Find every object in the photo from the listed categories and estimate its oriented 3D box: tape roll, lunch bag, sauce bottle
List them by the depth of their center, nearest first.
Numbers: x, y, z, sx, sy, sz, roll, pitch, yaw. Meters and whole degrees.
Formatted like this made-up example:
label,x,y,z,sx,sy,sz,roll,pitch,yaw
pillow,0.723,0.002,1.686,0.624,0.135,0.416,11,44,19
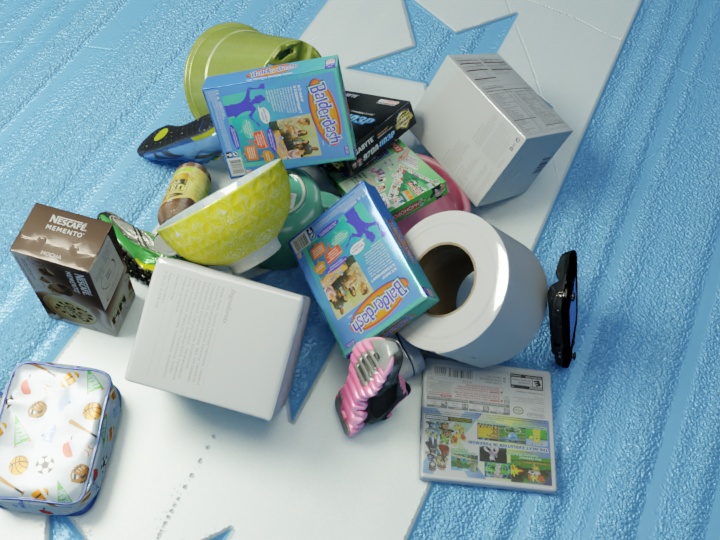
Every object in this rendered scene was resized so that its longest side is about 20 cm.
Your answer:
label,x,y,z,sx,sy,sz,roll,pitch,yaw
lunch bag,-0.417,0.220,1.029,0.158,0.076,0.202,6,61,-1
tape roll,0.153,0.028,1.110,0.201,0.139,0.205,-12,69,34
sauce bottle,-0.276,-0.096,1.183,0.064,0.065,0.201,5,35,-4

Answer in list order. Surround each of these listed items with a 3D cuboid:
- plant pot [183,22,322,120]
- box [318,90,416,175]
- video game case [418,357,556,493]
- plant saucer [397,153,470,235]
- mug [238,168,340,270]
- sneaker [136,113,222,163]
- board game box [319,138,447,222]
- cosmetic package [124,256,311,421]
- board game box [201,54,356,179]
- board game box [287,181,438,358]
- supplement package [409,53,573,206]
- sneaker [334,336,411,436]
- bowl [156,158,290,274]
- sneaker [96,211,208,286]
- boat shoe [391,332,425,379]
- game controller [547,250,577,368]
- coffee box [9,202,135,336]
label,x,y,z,sx,sy,sz,roll,pitch,yaw
plant pot,-0.153,-0.303,1.232,0.200,0.201,0.189,-43,32,-25
box,-0.029,-0.238,1.288,0.159,0.046,0.199,-41,39,-23
video game case,0.187,0.226,1.129,0.198,0.022,0.184,7,61,-4
plant saucer,0.082,-0.103,1.281,0.198,0.051,0.202,3,60,-5
mug,-0.120,-0.102,1.218,0.184,0.115,0.152,-34,70,-22
sneaker,-0.283,-0.200,1.259,0.198,0.079,0.066,-6,49,32
board game box,0.032,-0.152,1.235,0.134,0.029,0.200,-29,45,-11
cosmetic package,-0.185,0.089,1.045,0.198,0.167,0.168,15,87,1
board game box,-0.115,-0.224,1.130,0.198,0.153,0.045,-7,38,6
board game box,0.000,0.000,1.089,0.152,0.045,0.201,-36,66,21
supplement package,0.214,-0.241,1.290,0.150,0.152,0.201,-17,62,-43
sneaker,0.031,0.154,1.056,0.094,0.201,0.080,-4,54,-23
bowl,-0.169,-0.061,1.065,0.199,0.200,0.108,-35,104,-23
sneaker,-0.324,-0.027,1.184,0.199,0.078,0.085,36,56,3
boat shoe,0.021,0.078,1.159,0.066,0.074,0.201,-26,67,-20
game controller,0.308,0.060,1.139,0.042,0.201,0.105,15,60,25
coffee box,-0.396,0.004,1.076,0.112,0.201,0.080,16,60,2
